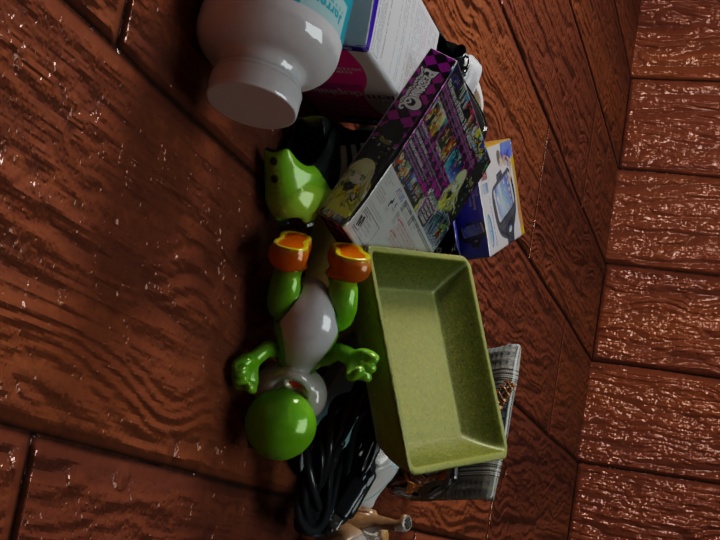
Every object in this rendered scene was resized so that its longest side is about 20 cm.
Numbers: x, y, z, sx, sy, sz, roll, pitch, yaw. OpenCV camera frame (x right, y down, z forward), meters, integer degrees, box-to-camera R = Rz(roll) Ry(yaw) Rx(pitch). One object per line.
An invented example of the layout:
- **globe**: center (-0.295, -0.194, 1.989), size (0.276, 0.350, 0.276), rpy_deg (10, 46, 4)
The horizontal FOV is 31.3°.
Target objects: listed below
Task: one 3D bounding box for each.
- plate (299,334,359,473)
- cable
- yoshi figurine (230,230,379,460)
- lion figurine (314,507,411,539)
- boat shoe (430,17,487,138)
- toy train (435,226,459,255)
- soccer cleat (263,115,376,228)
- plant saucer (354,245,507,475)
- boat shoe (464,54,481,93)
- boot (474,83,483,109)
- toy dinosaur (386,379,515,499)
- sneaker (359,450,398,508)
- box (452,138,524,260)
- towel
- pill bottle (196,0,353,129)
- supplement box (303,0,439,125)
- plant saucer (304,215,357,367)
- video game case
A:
- **plate**: center (-0.007, 0.117, 1.275), size (0.200, 0.025, 0.201), rpy_deg (-49, 158, -27)
- **cable**: center (-0.010, 0.157, 1.219), size (0.201, 0.050, 0.164), rpy_deg (-57, 157, -17)
- **yoshi figurine**: center (-0.052, 0.077, 1.089), size (0.111, 0.112, 0.203), rpy_deg (-9, 117, -50)
- **lion figurine**: center (-0.025, 0.283, 1.272), size (0.199, 0.121, 0.074), rpy_deg (-8, 93, -55)
- **boat shoe**: center (0.074, -0.209, 1.273), size (0.200, 0.066, 0.075), rpy_deg (53, 38, -12)
- **toy train**: center (0.093, -0.002, 1.548), size (0.114, 0.084, 0.203), rpy_deg (-9, 102, -85)
- **soccer cleat**: center (-0.025, -0.106, 1.157), size (0.200, 0.067, 0.082), rpy_deg (-42, 129, -55)
- **plant saucer**: center (0.057, 0.085, 1.193), size (0.199, 0.047, 0.203), rpy_deg (5, 72, -58)
- **boat shoe**: center (0.065, -0.156, 1.421), size (0.202, 0.070, 0.072), rpy_deg (-68, -161, -10)
- **boot**: center (0.120, -0.191, 1.591), size (0.202, 0.072, 0.091), rpy_deg (89, 11, -46)
- **toy dinosaur**: center (0.106, 0.190, 1.513), size (0.102, 0.198, 0.137), rpy_deg (50, 20, -47)
- **sneaker**: center (0.026, 0.181, 1.432), size (0.201, 0.070, 0.081), rpy_deg (-52, 153, -48)
- **box**: center (0.144, -0.084, 1.488), size (0.200, 0.041, 0.121), rpy_deg (-31, 112, -69)
- **towel**: center (0.129, 0.193, 1.594), size (0.199, 0.034, 0.195), rpy_deg (-16, -121, 61)
- **pill bottle**: center (-0.058, -0.212, 0.959), size (0.111, 0.109, 0.203), rpy_deg (55, 45, -63)
- **supplement box**: center (-0.005, -0.208, 1.135), size (0.200, 0.100, 0.105), rpy_deg (36, 62, -69)
- **plant saucer**: center (0.000, 0.000, 1.306), size (0.200, 0.048, 0.203), rpy_deg (23, 73, -71)
- **video game case**: center (0.047, -0.079, 1.188), size (0.182, 0.036, 0.200), rpy_deg (-56, 156, -10)
